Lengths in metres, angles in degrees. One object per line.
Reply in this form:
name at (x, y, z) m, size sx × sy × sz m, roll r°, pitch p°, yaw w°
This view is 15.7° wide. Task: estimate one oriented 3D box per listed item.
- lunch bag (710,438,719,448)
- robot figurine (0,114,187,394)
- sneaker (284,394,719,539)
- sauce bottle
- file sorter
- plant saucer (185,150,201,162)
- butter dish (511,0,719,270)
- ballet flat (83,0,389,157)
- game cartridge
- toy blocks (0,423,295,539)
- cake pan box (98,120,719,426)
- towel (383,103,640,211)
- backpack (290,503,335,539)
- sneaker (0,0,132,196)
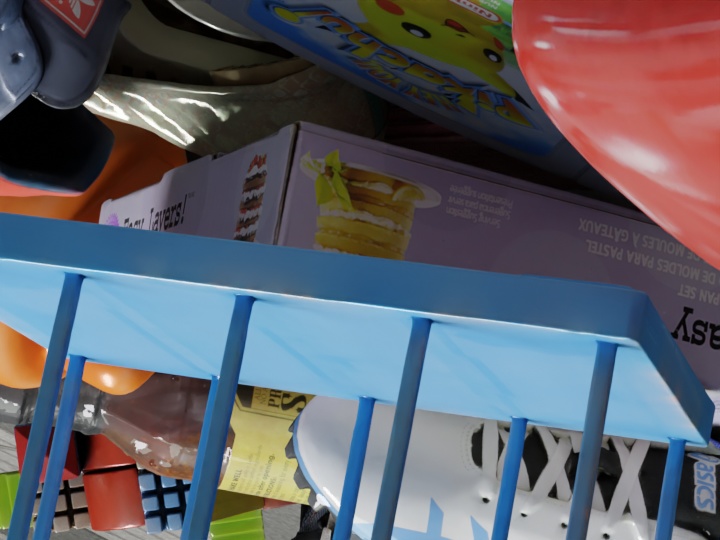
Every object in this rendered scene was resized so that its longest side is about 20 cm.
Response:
lunch bag at (0.156, 0.173, 1.111) m, size 0.200 × 0.170 × 0.124 m, roll 25°, pitch 169°, yaw -3°
robot figurine at (-0.143, -0.035, 0.944) m, size 0.200 × 0.117 × 0.144 m, roll 29°, pitch -179°, yaw 22°
sneaker at (0.074, 0.072, 0.828) m, size 0.200 × 0.072 × 0.073 m, roll 19°, pitch 134°, yaw -14°
sauce bottle at (-0.045, 0.057, 1.031) m, size 0.200 × 0.066 × 0.066 m, roll 10°, pitch 169°, yaw -10°
file sorter at (-0.022, 0.066, 0.692) m, size 0.200 × 0.123 × 0.139 m, roll 7°, pitch 167°, yaw 17°
plant saucer at (0.000, 0.000, 1.030) m, size 0.200 × 0.029 × 0.200 m, roll 24°, pitch 167°, yaw 6°
butter dish at (0.114, -0.029, 0.476) m, size 0.199 × 0.148 × 0.200 m, roll 33°, pitch 164°, yaw -29°
ballet flat at (-0.082, -0.082, 0.829) m, size 0.200 × 0.067 × 0.062 m, roll 16°, pitch 140°, yaw 16°
game cartridge at (0.024, -0.075, 0.697) m, size 0.200 × 0.041 × 0.133 m, roll 26°, pitch 170°, yaw -3°
toy blocks at (-0.071, 0.079, 1.135) m, size 0.200 × 0.100 × 0.137 m, roll -8°, pitch -179°, yaw -3°
cake pan box at (0.025, 0.009, 0.817) m, size 0.184 × 0.052 × 0.200 m, roll 16°, pitch 169°, yaw -21°
towel at (0.084, -0.007, 0.879) m, size 0.200 × 0.023 × 0.144 m, roll 32°, pitch 162°, yaw -35°
backpack at (0.046, 0.175, 1.263) m, size 0.200 × 0.191 × 0.154 m, roll 27°, pitch 166°, yaw -8°
sneaker at (-0.110, -0.092, 0.738) m, size 0.084 × 0.075 × 0.200 m, roll 14°, pitch 148°, yaw 13°
